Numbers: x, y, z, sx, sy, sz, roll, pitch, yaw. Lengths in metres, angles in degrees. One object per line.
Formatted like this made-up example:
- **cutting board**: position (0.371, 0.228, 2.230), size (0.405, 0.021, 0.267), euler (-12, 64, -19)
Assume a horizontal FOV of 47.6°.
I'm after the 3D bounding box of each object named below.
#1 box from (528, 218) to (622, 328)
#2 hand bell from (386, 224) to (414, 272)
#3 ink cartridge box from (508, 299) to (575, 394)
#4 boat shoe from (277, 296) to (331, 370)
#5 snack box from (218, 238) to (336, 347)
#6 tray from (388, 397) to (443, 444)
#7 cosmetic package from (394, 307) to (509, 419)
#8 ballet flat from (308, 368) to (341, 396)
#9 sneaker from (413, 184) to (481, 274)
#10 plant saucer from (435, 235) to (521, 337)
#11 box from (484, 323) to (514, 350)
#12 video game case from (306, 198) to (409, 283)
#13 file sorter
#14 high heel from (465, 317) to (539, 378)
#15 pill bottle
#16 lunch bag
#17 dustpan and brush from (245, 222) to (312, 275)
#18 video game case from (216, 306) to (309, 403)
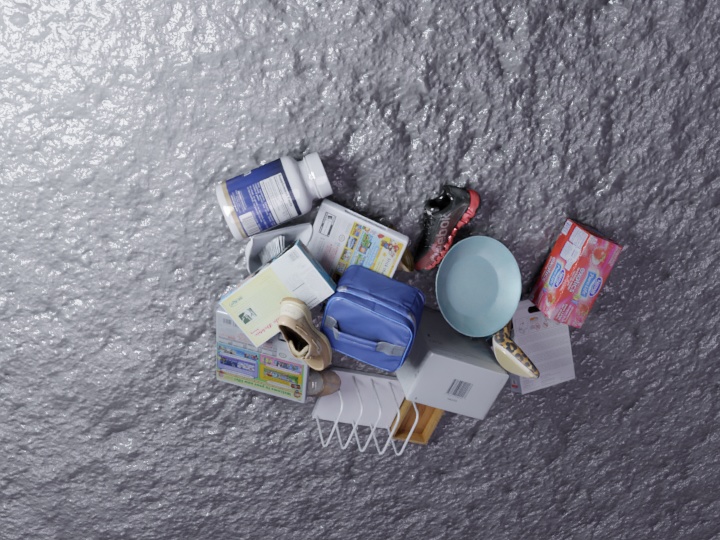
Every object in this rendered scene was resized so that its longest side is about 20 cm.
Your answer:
- **box**: position (0.457, 0.007, 1.747), size (0.094, 0.100, 0.203), euler (16, 107, -23)
- **hand bell**: position (0.000, 0.000, 1.655), size (0.198, 0.105, 0.104), euler (-28, 125, 19)
- **ink cartridge box**: position (0.396, 0.161, 1.833), size (0.160, 0.050, 0.204), euler (-10, 91, -27)
- **boat shoe**: position (-0.109, 0.133, 1.514), size (0.070, 0.065, 0.201), euler (1, 141, 24)
- **snack box**: position (-0.156, 0.045, 1.535), size (0.199, 0.037, 0.117), euler (-35, 105, 17)
- **tray**: position (0.148, 0.313, 1.908), size (0.097, 0.037, 0.202), euler (14, 118, -23)
- **cosmetic package**: position (0.176, 0.188, 1.737), size (0.197, 0.201, 0.124), euler (18, 112, -25)
- **ballet flat**: position (-0.139, 0.232, 1.722), size (0.196, 0.067, 0.069), euler (8, 96, 0)
- **sneaker**: position (0.153, -0.087, 1.636), size (0.097, 0.071, 0.202), euler (24, 110, -27)
- **plant saucer**: position (0.235, 0.032, 1.665), size (0.197, 0.039, 0.205), euler (-1, 92, -21)
- **box**: position (0.356, 0.178, 1.871), size (0.082, 0.049, 0.200), euler (-41, 123, 11)
- **video game case**: position (-0.020, -0.022, 1.594), size (0.180, 0.023, 0.202), euler (24, 127, 1)
- **file sorter**: position (0.014, 0.322, 1.823), size (0.197, 0.125, 0.140), euler (12, 118, -22)
- **high heel**: position (0.326, 0.131, 1.699), size (0.142, 0.199, 0.072), euler (-36, 143, -23)
- **pill bottle**: position (-0.155, -0.142, 1.493), size (0.197, 0.112, 0.112), euler (-22, 125, -1)
- **lunch bag**: position (0.014, 0.092, 1.563), size (0.197, 0.133, 0.137), euler (20, 127, 4)
- **dustpan and brush**: position (-0.177, -0.011, 1.588), size (0.138, 0.058, 0.200), euler (-16, 164, -35)
- **video game case**: position (-0.197, 0.171, 1.645), size (0.196, 0.022, 0.185), euler (13, 125, 9)
